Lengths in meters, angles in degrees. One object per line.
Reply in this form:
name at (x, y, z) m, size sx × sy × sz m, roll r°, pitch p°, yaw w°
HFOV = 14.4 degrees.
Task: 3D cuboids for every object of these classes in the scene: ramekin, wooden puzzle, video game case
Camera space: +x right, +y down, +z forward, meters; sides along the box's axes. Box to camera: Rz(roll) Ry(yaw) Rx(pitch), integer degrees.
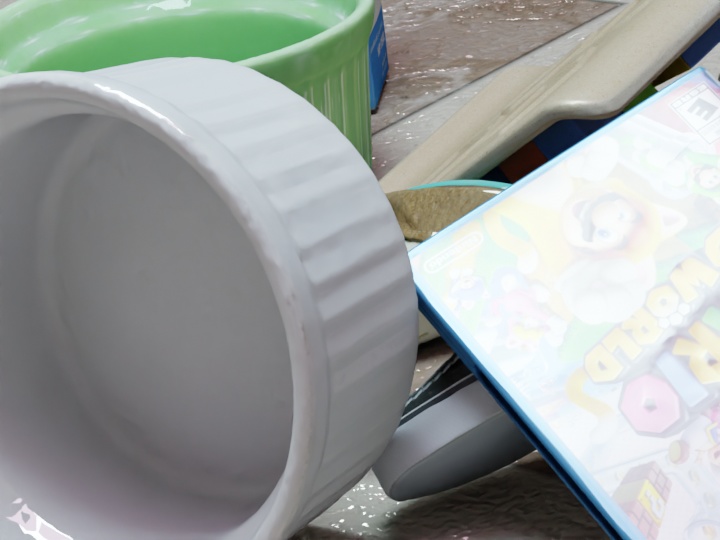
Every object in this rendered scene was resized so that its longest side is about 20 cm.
ramekin at (-0.075, 0.018, 1.033) m, size 0.200 × 0.201 × 0.098 m, roll 7°, pitch 19°, yaw 32°
wooden puzzle at (0.095, -0.073, 1.293) m, size 0.200 × 0.046 × 0.185 m, roll -29°, pitch 11°, yaw 49°
video game case at (0.125, 0.028, 1.003) m, size 0.143 × 0.018 × 0.200 m, roll -32°, pitch 57°, yaw -12°
ramekin at (-0.087, -0.079, 1.392) m, size 0.199 × 0.098 × 0.200 m, roll -6°, pitch 22°, yaw 2°

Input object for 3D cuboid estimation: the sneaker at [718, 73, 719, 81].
sneaker at (0.187, -0.078, 1.299) m, size 0.078 × 0.100 × 0.200 m, roll -2°, pitch 23°, yaw 9°

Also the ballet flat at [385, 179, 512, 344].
ballet flat at (0.000, 0.000, 1.233) m, size 0.199 × 0.068 × 0.072 m, roll 6°, pitch 46°, yaw 30°

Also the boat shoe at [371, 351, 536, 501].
boat shoe at (0.079, 0.010, 1.076) m, size 0.199 × 0.068 × 0.074 m, roll -36°, pitch -19°, yaw 0°

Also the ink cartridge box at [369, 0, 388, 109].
ink cartridge box at (-0.055, -0.184, 1.503) m, size 0.116 × 0.201 × 0.067 m, roll -3°, pitch 23°, yaw 10°
